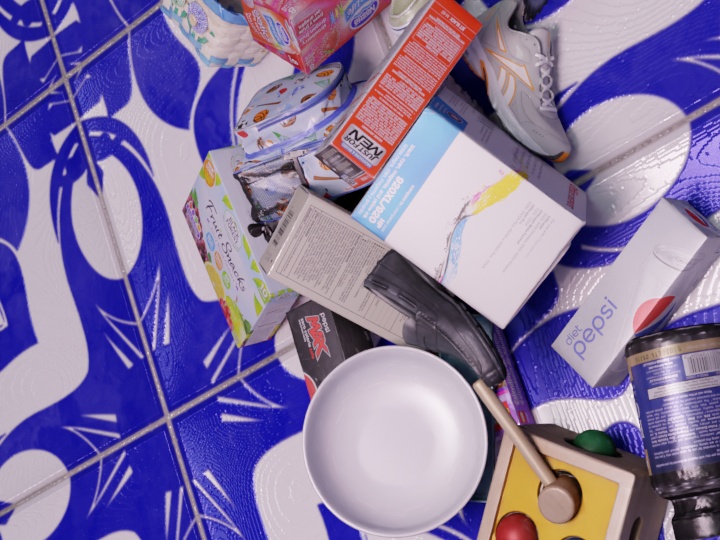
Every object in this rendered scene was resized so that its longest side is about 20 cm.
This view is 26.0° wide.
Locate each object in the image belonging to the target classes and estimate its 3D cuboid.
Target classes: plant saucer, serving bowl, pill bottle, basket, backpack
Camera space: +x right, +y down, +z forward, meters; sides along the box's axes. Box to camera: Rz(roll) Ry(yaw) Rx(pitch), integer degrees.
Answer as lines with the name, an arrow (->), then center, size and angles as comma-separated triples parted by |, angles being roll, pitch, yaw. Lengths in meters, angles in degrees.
plant saucer -> 0.118, 0.149, 1.700 | 0.069, 0.019, 0.203 | -3, 87, 35
serving bowl -> 0.038, 0.186, 1.675 | 0.197, 0.066, 0.203 | -1, 77, 3
pill bottle -> 0.332, 0.160, 1.535 | 0.111, 0.111, 0.203 | -16, 77, 34
basket -> -0.148, -0.355, 1.895 | 0.177, 0.138, 0.201 | 50, 124, 28
backpack -> -0.043, -0.150, 1.783 | 0.188, 0.201, 0.155 | -11, 121, 18

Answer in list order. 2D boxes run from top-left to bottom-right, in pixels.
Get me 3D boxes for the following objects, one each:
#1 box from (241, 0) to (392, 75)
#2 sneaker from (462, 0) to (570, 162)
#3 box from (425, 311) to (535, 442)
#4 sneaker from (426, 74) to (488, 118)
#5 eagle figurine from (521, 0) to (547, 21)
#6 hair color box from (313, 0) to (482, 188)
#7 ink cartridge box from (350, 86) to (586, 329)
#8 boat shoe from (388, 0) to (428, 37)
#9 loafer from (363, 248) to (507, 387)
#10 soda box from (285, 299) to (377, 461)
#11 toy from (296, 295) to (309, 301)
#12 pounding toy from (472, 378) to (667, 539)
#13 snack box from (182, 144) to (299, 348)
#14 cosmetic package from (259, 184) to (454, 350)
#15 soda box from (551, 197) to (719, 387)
box -> -0.033, -0.332, 1.779 | 0.099, 0.096, 0.200 | 35, 68, 31
sneaker -> 0.181, -0.212, 1.692 | 0.092, 0.075, 0.201 | -39, 67, 23
box -> 0.088, 0.146, 1.757 | 0.199, 0.039, 0.138 | -29, 72, 31
sneaker -> 0.101, -0.175, 1.760 | 0.086, 0.074, 0.202 | -19, 78, 16
eagle figurine -> 0.204, -0.384, 1.654 | 0.200, 0.152, 0.151 | -40, 86, 22
hair color box -> 0.038, -0.188, 1.644 | 0.064, 0.111, 0.201 | 38, 82, -7
ink cartridge box -> 0.118, -0.067, 1.631 | 0.199, 0.147, 0.145 | 36, 107, 0
boat shoe -> 0.077, -0.359, 1.757 | 0.072, 0.062, 0.202 | 25, 89, 48
loafer -> 0.077, 0.056, 1.614 | 0.070, 0.068, 0.201 | -41, 55, -2
soda box -> -0.017, 0.128, 1.771 | 0.070, 0.063, 0.202 | -27, 72, 34
toy -> -0.024, -0.025, 1.842 | 0.198, 0.047, 0.117 | -4, 98, 42
pounding toy -> 0.202, 0.232, 1.606 | 0.183, 0.142, 0.203 | 18, 98, 35
snack box -> -0.145, -0.029, 1.894 | 0.202, 0.052, 0.142 | 65, 149, 20
cosmetic package -> 0.000, 0.000, 1.710 | 0.104, 0.199, 0.073 | -60, 17, 4
soda box -> 0.287, 0.025, 1.605 | 0.068, 0.063, 0.201 | 46, 113, 28
